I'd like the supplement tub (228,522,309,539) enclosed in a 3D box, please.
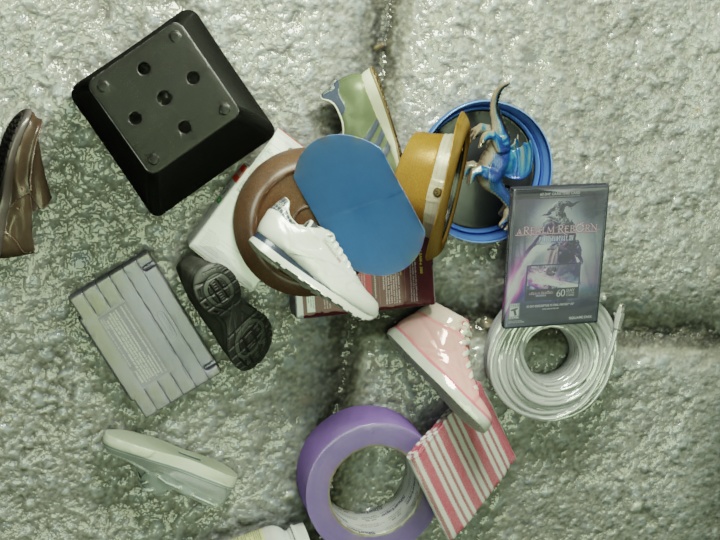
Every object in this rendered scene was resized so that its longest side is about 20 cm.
[{"bbox_3d":[-0.156,0.446,1.775,0.199,0.145,0.146,-18,105,-8],"label":"supplement tub"}]

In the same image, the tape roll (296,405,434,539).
[{"bbox_3d":[0.012,0.301,1.813,0.198,0.085,0.202,-3,103,-13],"label":"tape roll"}]

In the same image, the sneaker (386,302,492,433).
[{"bbox_3d":[0.137,0.126,1.773,0.104,0.075,0.200,-39,69,-11],"label":"sneaker"}]

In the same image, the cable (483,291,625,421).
[{"bbox_3d":[0.275,0.118,1.841,0.198,0.069,0.202,4,102,-13],"label":"cable"}]

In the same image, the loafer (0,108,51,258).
[{"bbox_3d":[-0.435,-0.110,1.637,0.071,0.073,0.201,9,105,-25],"label":"loafer"}]

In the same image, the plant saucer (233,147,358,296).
[{"bbox_3d":[-0.069,-0.063,1.684,0.199,0.034,0.202,-1,97,-12],"label":"plant saucer"}]

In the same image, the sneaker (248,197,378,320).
[{"bbox_3d":[-0.047,-0.009,1.645,0.200,0.076,0.081,37,80,-16],"label":"sneaker"}]

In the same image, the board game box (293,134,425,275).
[{"bbox_3d":[0.008,-0.091,1.627,0.039,0.157,0.201,-43,109,-44],"label":"board game box"}]

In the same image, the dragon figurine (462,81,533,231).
[{"bbox_3d":[0.199,-0.157,1.726,0.099,0.059,0.201,9,104,-16],"label":"dragon figurine"}]

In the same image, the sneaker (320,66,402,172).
[{"bbox_3d":[0.006,-0.172,1.725,0.089,0.067,0.201,-16,111,7],"label":"sneaker"}]

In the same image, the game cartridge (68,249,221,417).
[{"bbox_3d":[-0.294,0.088,1.725,0.129,0.038,0.201,-29,107,-1],"label":"game cartridge"}]

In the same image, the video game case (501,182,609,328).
[{"bbox_3d":[0.269,-0.020,1.749,0.142,0.019,0.201,-3,110,-14],"label":"video game case"}]

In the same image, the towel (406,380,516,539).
[{"bbox_3d":[0.144,0.269,1.807,0.200,0.030,0.147,-42,113,-42],"label":"towel"}]

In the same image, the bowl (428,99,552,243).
[{"bbox_3d":[0.171,-0.140,1.776,0.199,0.039,0.202,-3,103,-13],"label":"bowl"}]

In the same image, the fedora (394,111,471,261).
[{"bbox_3d":[0.088,-0.115,1.656,0.081,0.201,0.202,14,100,9],"label":"fedora"}]

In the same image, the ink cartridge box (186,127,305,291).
[{"bbox_3d":[-0.134,-0.085,1.714,0.109,0.050,0.200,36,91,-16],"label":"ink cartridge box"}]

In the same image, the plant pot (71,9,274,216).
[{"bbox_3d":[-0.239,-0.207,1.577,0.199,0.177,0.201,-35,93,-4],"label":"plant pot"}]

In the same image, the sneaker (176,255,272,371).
[{"bbox_3d":[-0.186,0.053,1.722,0.076,0.091,0.201,-38,130,-19],"label":"sneaker"}]

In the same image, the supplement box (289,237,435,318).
[{"bbox_3d":[0.000,0.000,1.756,0.198,0.061,0.110,-5,101,-11],"label":"supplement box"}]

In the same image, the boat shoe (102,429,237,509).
[{"bbox_3d":[-0.270,0.281,1.752,0.200,0.070,0.072,24,93,-19],"label":"boat shoe"}]
